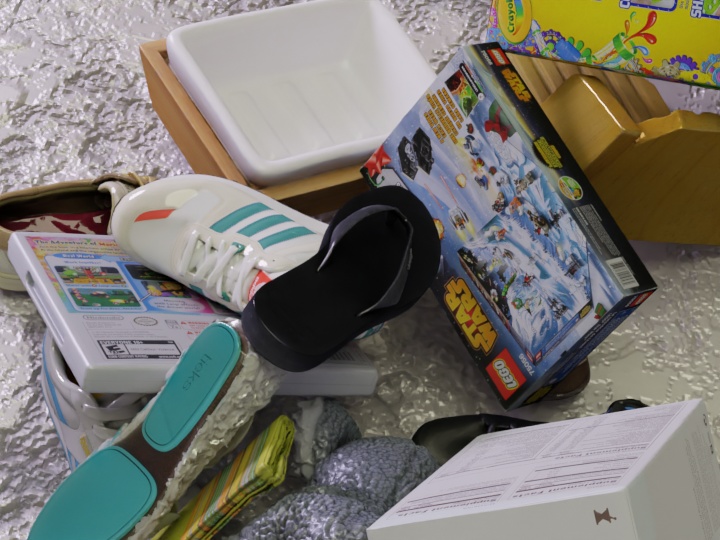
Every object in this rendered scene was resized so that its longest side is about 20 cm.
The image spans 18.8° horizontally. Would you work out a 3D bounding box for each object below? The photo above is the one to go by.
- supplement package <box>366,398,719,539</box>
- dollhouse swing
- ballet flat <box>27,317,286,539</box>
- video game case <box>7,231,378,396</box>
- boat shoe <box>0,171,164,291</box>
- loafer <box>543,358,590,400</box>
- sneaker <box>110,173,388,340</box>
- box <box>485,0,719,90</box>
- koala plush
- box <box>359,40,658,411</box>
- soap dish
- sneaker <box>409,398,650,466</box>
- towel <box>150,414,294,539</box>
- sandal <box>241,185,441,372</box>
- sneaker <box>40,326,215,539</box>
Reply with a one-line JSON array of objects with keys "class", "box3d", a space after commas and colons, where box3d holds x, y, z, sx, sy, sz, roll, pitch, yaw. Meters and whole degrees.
[{"class": "supplement package", "box3d": [0.120, 0.177, 1.230, 0.150, 0.200, 0.152, -11, 96, 22]}, {"class": "dollhouse swing", "box3d": [0.196, -0.119, 1.509, 0.200, 0.182, 0.176, 4, 59, -30]}, {"class": "ballet flat", "box3d": [-0.116, 0.118, 1.314, 0.072, 0.072, 0.200, 44, 95, 22]}, {"class": "video game case", "box3d": [-0.112, 0.028, 1.421, 0.200, 0.024, 0.182, 2, 27, -27]}, {"class": "boat shoe", "box3d": [-0.168, -0.032, 1.510, 0.200, 0.066, 0.074, -11, 57, -14]}, {"class": "loafer", "box3d": [0.103, 0.000, 1.508, 0.073, 0.071, 0.200, -16, 60, -14]}, {"class": "sneaker", "box3d": [-0.070, -0.005, 1.398, 0.199, 0.070, 0.093, 19, 17, 2]}, {"class": "box", "box3d": [0.213, -0.189, 1.468, 0.192, 0.200, 0.122, 12, 98, 22]}, {"class": "koala plush", "box3d": [-0.001, 0.172, 1.344, 0.177, 0.184, 0.200, 32, 40, 4]}, {"class": "box", "box3d": [0.092, -0.028, 1.412, 0.040, 0.137, 0.200, -12, 64, -43]}, {"class": "soap dish", "box3d": [-0.041, -0.111, 1.539, 0.200, 0.081, 0.157, -16, 59, -33]}, {"class": "sneaker", "box3d": [0.132, 0.113, 1.413, 0.200, 0.112, 0.073, 13, 56, 4]}, {"class": "towel", "box3d": [-0.113, 0.169, 1.319, 0.018, 0.200, 0.086, 44, 17, -7]}, {"class": "sandal", "box3d": [0.000, 0.001, 1.342, 0.076, 0.043, 0.200, 40, 37, 3]}, {"class": "sneaker", "box3d": [-0.156, 0.111, 1.412, 0.076, 0.081, 0.200, -23, 63, -20]}]
